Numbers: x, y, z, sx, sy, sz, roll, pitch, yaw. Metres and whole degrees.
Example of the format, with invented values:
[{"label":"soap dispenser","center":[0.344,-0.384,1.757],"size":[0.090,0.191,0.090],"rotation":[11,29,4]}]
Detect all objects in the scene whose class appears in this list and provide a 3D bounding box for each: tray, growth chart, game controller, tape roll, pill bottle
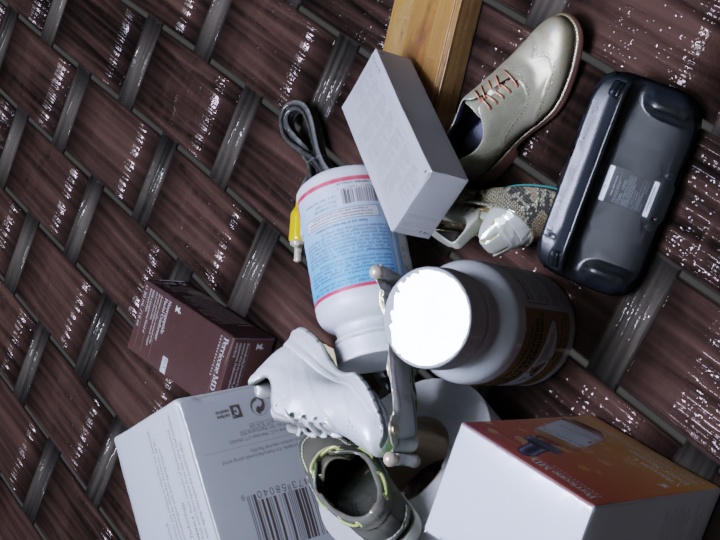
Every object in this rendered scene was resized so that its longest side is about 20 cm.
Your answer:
[{"label":"tray","center":[0.070,-0.239,1.357],"size":[0.098,0.037,0.201],"rotation":[22,103,44]},{"label":"growth chart","center":[0.036,0.090,1.176],"size":[0.018,0.145,0.201],"rotation":[-8,74,11]},{"label":"game controller","center":[0.238,-0.078,1.163],"size":[0.104,0.042,0.201],"rotation":[21,104,10]},{"label":"tape roll","center":[0.059,0.206,1.237],"size":[0.202,0.071,0.203],"rotation":[-27,34,20]},{"label":"pill bottle","center":[0.000,0.000,1.312],"size":[0.109,0.109,0.201],"rotation":[-27,65,40]},{"label":"pill bottle","center":[0.110,0.049,1.167],"size":[0.114,0.200,0.115],"rotation":[-4,83,32]}]

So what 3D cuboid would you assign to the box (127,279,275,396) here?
[{"label":"box","center":[-0.203,0.092,1.579],"size":[0.200,0.075,0.100],"rotation":[27,105,41]}]

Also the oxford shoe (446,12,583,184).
[{"label":"oxford shoe","center":[0.147,-0.169,1.247],"size":[0.071,0.074,0.200],"rotation":[50,121,35]}]

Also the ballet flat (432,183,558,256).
[{"label":"ballet flat","center":[0.121,-0.049,1.263],"size":[0.200,0.068,0.075],"rotation":[10,51,46]}]

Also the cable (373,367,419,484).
[{"label":"cable","center":[0.047,0.128,1.365],"size":[0.097,0.050,0.201],"rotation":[-17,87,25]}]

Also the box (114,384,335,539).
[{"label":"box","center":[-0.127,0.235,1.373],"size":[0.171,0.199,0.201],"rotation":[-33,71,50]}]

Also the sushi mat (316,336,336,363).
[{"label":"sushi mat","center":[-0.039,0.179,1.422],"size":[0.096,0.012,0.201],"rotation":[23,115,44]}]

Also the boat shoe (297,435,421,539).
[{"label":"boat shoe","center":[-0.012,0.198,1.198],"size":[0.072,0.060,0.202],"rotation":[-44,32,-6]}]

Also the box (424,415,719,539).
[{"label":"box","center":[0.185,0.207,1.092],"size":[0.152,0.200,0.107],"rotation":[30,107,41]}]

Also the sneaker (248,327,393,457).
[{"label":"sneaker","center":[-0.035,0.133,1.221],"size":[0.087,0.075,0.200],"rotation":[-37,36,-15]}]

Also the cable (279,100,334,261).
[{"label":"cable","center":[-0.053,-0.114,1.449],"size":[0.097,0.050,0.201],"rotation":[-23,71,36]}]

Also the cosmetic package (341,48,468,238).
[{"label":"cosmetic package","center":[0.043,-0.131,1.280],"size":[0.083,0.050,0.200],"rotation":[-58,36,35]}]
